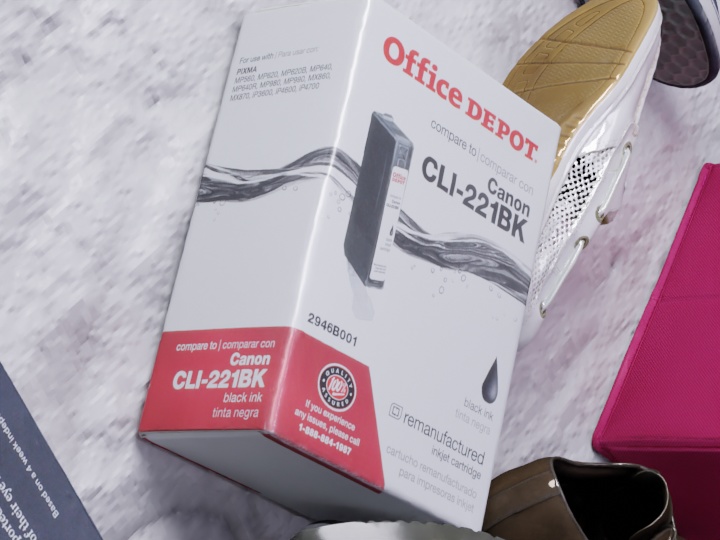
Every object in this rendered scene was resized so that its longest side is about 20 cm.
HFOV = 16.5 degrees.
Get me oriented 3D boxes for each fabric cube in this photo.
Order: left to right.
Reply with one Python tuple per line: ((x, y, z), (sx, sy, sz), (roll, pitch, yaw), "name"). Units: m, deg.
((0.276, 0.068, 1.309), (0.196, 0.198, 0.201), (49, 53, -35), "fabric cube")

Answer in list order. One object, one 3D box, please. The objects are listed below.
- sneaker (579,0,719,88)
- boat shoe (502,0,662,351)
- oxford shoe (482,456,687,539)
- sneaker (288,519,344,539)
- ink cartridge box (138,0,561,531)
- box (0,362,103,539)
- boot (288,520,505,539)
((0.155, -0.209, 1.286), (0.203, 0.077, 0.147), (56, 52, -28), "sneaker")
((0.099, -0.048, 1.219), (0.069, 0.071, 0.201), (49, 61, -35), "boat shoe")
((0.131, 0.138, 1.214), (0.199, 0.084, 0.073), (21, 43, -49), "oxford shoe")
((-0.024, 0.217, 1.050), (0.121, 0.083, 0.202), (-23, 105, -57), "sneaker")
((0.000, 0.000, 1.087), (0.144, 0.083, 0.202), (30, 65, -42), "ink cartridge box")
((-0.201, 0.107, 0.835), (0.200, 0.104, 0.149), (-47, 121, -39), "box")
((0.050, 0.187, 1.004), (0.199, 0.077, 0.139), (17, 57, -27), "boot")
